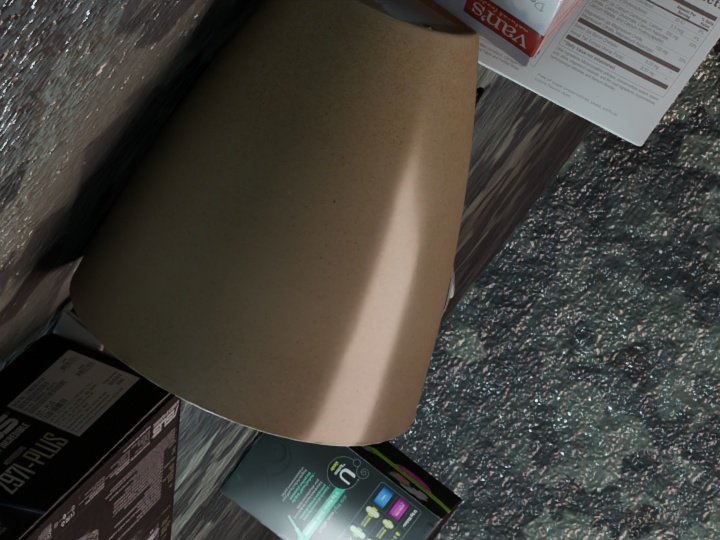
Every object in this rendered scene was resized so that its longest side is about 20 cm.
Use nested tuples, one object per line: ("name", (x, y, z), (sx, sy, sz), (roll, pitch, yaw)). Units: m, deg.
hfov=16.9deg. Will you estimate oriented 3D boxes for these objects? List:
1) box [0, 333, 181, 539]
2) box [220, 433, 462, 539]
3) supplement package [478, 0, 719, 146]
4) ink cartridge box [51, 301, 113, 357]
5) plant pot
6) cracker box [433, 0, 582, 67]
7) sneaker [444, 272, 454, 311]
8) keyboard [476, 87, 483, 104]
("box", (-0.181, 0.155, 1.239), (0.200, 0.086, 0.164), (-46, 149, -49))
("box", (-0.017, 0.230, 2.480), (0.124, 0.200, 0.149), (-54, 174, 8))
("supplement package", (0.139, -0.209, 1.303), (0.200, 0.151, 0.152), (-56, -164, 30))
("ink cartridge box", (-0.158, 0.065, 1.374), (0.095, 0.037, 0.200), (-46, 173, -44))
("plant pot", (-0.021, -0.047, 1.196), (0.200, 0.187, 0.187), (-66, 169, 19))
("cracker box", (0.065, -0.199, 1.091), (0.058, 0.134, 0.200), (-49, 173, -33))
("sneaker", (0.000, 0.000, 1.523), (0.075, 0.116, 0.200), (-11, 176, 42))
("keyboard", (0.043, -0.122, 1.462), (0.040, 0.104, 0.200), (-29, 179, 13))
